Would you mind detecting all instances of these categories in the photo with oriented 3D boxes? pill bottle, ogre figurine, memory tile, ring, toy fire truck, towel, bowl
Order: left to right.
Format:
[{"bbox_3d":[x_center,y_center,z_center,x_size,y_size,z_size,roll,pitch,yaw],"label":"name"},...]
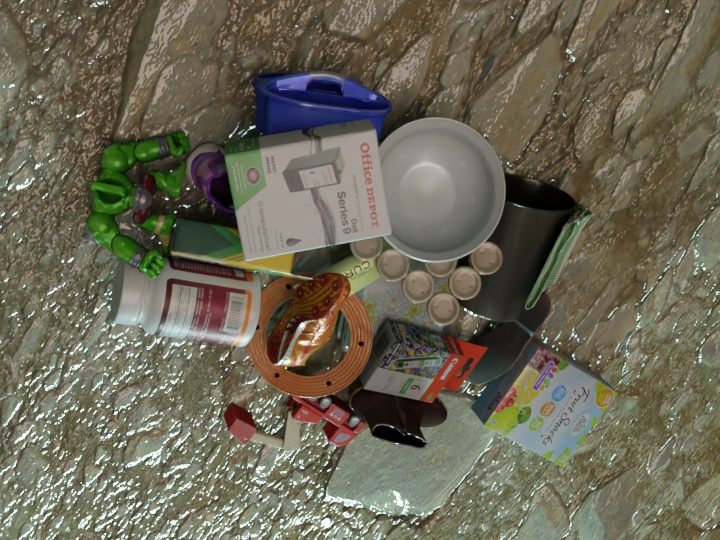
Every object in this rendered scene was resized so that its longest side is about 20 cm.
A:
[{"bbox_3d":[-0.310,-0.102,1.433,0.119,0.098,0.201,13,102,-12],"label":"ogre figurine"},{"bbox_3d":[-0.255,0.043,1.508,0.199,0.114,0.115,10,109,-21],"label":"pill bottle"},{"bbox_3d":[-0.105,0.244,1.679,0.200,0.049,0.141,36,98,-28],"label":"toy fire truck"},{"bbox_3d":[-0.080,0.100,1.609,0.199,0.019,0.202,0,101,2],"label":"ring"},{"bbox_3d":[0.060,0.040,1.648,0.170,0.048,0.201,4,111,-22],"label":"towel"},{"bbox_3d":[0.098,-0.030,1.530,0.200,0.017,0.153,40,85,-4],"label":"memory tile"},{"bbox_3d":[0.100,-0.112,1.479,0.200,0.090,0.202,0,89,-7],"label":"bowl"},{"bbox_3d":[0.314,-0.024,1.630,0.023,0.200,0.153,28,108,12],"label":"towel"}]

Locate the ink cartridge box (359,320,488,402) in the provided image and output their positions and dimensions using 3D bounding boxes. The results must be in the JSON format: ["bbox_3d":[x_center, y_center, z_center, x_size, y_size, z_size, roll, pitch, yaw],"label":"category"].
[{"bbox_3d":[0.107,0.154,1.662,0.199,0.050,0.109,16,122,-28],"label":"ink cartridge box"}]

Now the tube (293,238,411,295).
[{"bbox_3d":[0.000,0.000,1.556,0.199,0.052,0.058,-30,91,-4],"label":"tube"}]

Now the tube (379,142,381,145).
[{"bbox_3d":[-0.026,-0.147,1.520,0.199,0.058,0.052,-14,133,-15],"label":"tube"}]

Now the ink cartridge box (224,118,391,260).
[{"bbox_3d":[-0.068,-0.108,1.361,0.199,0.084,0.147,-11,108,-3],"label":"ink cartridge box"}]

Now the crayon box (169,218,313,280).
[{"bbox_3d":[-0.168,-0.029,1.476,0.199,0.126,0.052,11,87,-11],"label":"crayon box"}]

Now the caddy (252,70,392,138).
[{"bbox_3d":[-0.055,-0.226,1.443,0.199,0.141,0.106,4,114,-20],"label":"caddy"}]

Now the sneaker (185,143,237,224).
[{"bbox_3d":[-0.163,-0.098,1.492,0.200,0.088,0.081,36,96,-29],"label":"sneaker"}]

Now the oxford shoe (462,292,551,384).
[{"bbox_3d":[0.251,0.115,1.733,0.071,0.071,0.200,47,110,12],"label":"oxford shoe"}]

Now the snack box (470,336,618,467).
[{"bbox_3d":[0.320,0.225,1.798,0.199,0.068,0.169,29,101,-28],"label":"snack box"}]

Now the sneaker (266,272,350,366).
[{"bbox_3d":[-0.068,0.070,1.536,0.077,0.073,0.200,3,142,-39],"label":"sneaker"}]

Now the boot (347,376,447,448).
[{"bbox_3d":[0.076,0.245,1.671,0.199,0.166,0.073,20,105,-24],"label":"boot"}]

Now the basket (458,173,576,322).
[{"bbox_3d":[0.230,-0.033,1.624,0.180,0.136,0.201,-6,122,-42],"label":"basket"}]
